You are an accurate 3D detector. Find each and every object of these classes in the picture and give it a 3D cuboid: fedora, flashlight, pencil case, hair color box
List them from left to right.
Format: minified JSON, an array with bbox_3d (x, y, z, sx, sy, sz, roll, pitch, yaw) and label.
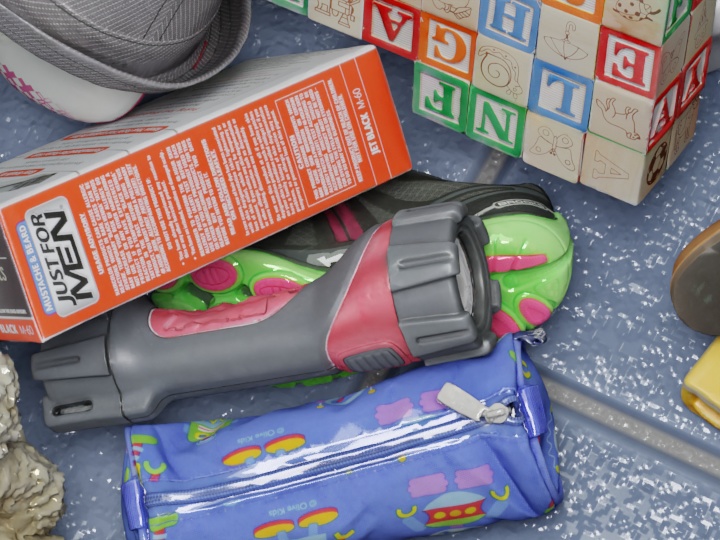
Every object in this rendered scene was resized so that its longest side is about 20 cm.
[{"bbox_3d":[-0.109,-0.175,1.130,0.176,0.090,0.201,9,48,-38],"label":"fedora"},{"bbox_3d":[-0.090,-0.035,1.143,0.199,0.111,0.064,-24,104,-31],"label":"hair color box"},{"bbox_3d":[-0.042,0.018,1.127,0.199,0.068,0.068,-8,106,19],"label":"flashlight"},{"bbox_3d":[-0.008,0.085,1.138,0.199,0.087,0.078,-13,73,1],"label":"pencil case"}]

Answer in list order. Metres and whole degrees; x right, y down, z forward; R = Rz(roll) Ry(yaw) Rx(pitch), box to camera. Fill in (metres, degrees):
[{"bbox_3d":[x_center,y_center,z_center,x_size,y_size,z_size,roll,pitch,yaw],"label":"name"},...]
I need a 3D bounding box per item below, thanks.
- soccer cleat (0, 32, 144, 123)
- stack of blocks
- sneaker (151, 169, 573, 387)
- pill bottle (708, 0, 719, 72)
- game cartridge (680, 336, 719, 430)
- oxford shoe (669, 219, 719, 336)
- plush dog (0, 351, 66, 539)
[{"bbox_3d":[-0.173,-0.140,1.179,0.070,0.086,0.200,-50,62,15],"label":"soccer cleat"},{"bbox_3d":[0.052,-0.123,1.148,0.199,0.116,0.059,24,46,21],"label":"stack of blocks"},{"bbox_3d":[0.000,0.000,1.192,0.199,0.077,0.084,-4,30,12],"label":"sneaker"},{"bbox_3d":[0.131,-0.193,1.207,0.109,0.109,0.201,-18,82,-2],"label":"pill bottle"},{"bbox_3d":[0.270,0.030,1.164,0.176,0.032,0.200,36,72,19],"label":"game cartridge"},{"bbox_3d":[0.217,-0.036,1.157,0.199,0.072,0.071,-28,38,-8],"label":"oxford shoe"},{"bbox_3d":[-0.175,0.129,1.128,0.199,0.160,0.172,-32,79,23],"label":"plush dog"}]
